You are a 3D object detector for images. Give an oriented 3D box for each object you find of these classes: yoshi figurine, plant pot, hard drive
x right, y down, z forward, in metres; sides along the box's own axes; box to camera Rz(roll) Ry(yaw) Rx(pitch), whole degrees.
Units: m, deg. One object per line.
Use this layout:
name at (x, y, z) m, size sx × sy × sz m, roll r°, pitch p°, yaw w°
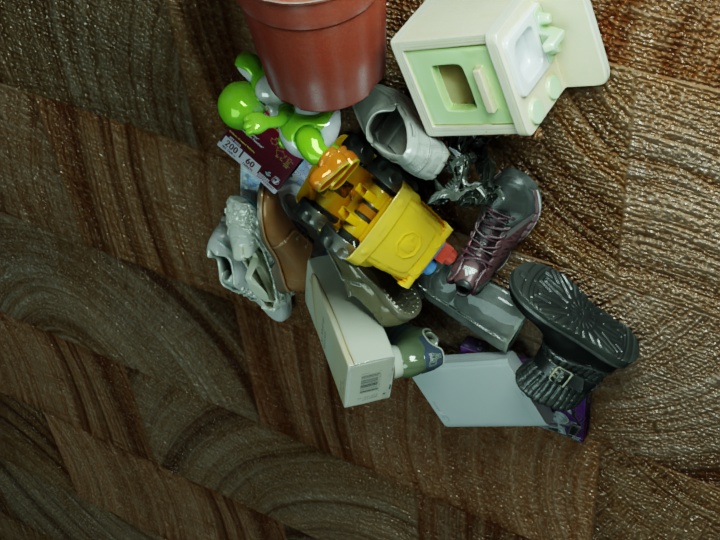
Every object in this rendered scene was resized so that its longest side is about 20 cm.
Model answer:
yoshi figurine at (-0.102, -0.177, 1.515) m, size 0.200 × 0.112 × 0.112 m, roll 49°, pitch 147°, yaw 6°
plant pot at (-0.051, -0.301, 1.392) m, size 0.199 × 0.201 × 0.196 m, roll 22°, pitch 149°, yaw 21°
hard drive at (0.175, 0.178, 1.802) m, size 0.199 × 0.026 × 0.132 m, roll -8°, pitch 124°, yaw 46°

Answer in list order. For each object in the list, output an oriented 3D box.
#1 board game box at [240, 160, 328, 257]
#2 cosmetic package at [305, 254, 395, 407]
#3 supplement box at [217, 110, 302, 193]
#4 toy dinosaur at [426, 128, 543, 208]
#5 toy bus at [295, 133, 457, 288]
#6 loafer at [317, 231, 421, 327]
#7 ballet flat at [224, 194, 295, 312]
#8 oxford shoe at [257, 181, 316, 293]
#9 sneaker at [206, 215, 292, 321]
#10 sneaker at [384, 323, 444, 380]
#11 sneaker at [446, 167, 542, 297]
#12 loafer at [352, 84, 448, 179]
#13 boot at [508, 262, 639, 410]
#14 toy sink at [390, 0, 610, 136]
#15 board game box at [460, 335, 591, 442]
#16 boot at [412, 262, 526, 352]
board game box at (-0.096, -0.097, 1.778) m, size 0.199 × 0.026 × 0.201 m, roll 27°, pitch 143°, yaw 15°
cosmetic package at (-0.017, 0.082, 1.739) m, size 0.104 × 0.072 × 0.201 m, roll 95°, pitch 157°, yaw -48°
supplement box at (-0.098, -0.204, 1.613) m, size 0.109 × 0.061 × 0.200 m, roll 40°, pitch 136°, yaw -3°
toy dinosaur at (0.122, -0.148, 1.471) m, size 0.199 × 0.101 × 0.137 m, roll -9°, pitch 83°, yaw 59°
toy bus at (0.034, -0.068, 1.608) m, size 0.191 × 0.136 × 0.200 m, roll 30°, pitch -170°, yaw -37°
loafer at (0.000, 0.000, 1.679) m, size 0.201 × 0.076 × 0.068 m, roll 53°, pitch 131°, yaw 14°
ballet flat at (-0.157, -0.019, 1.838) m, size 0.071 × 0.072 × 0.201 m, roll 3°, pitch 131°, yaw 38°
oxford shoe at (-0.104, -0.051, 1.769) m, size 0.071 × 0.072 × 0.201 m, roll -4°, pitch 134°, yaw 15°
sneaker at (-0.181, 0.013, 1.925) m, size 0.070 × 0.080 × 0.201 m, roll -7°, pitch 126°, yaw 42°
sneaker at (0.070, 0.113, 1.794) m, size 0.200 × 0.089 × 0.068 m, roll -125°, pitch 28°, yaw -76°
sneaker at (0.165, -0.031, 1.549) m, size 0.075 × 0.116 × 0.201 m, roll 29°, pitch 144°, yaw 11°
loafer at (0.036, -0.178, 1.475) m, size 0.069 × 0.070 × 0.200 m, roll 19°, pitch -162°, yaw -37°
boot at (0.248, 0.095, 1.623) m, size 0.211 × 0.080 × 0.158 m, roll 38°, pitch 137°, yaw -8°
toy sink at (0.154, -0.230, 1.345) m, size 0.199 × 0.112 × 0.131 m, roll 4°, pitch 133°, yaw 38°
board game box at (0.241, 0.174, 1.785) m, size 0.199 × 0.032 × 0.121 m, roll 19°, pitch 136°, yaw 25°
boot at (0.130, 0.051, 1.722) m, size 0.199 × 0.073 × 0.182 m, roll 28°, pitch 145°, yaw 2°
